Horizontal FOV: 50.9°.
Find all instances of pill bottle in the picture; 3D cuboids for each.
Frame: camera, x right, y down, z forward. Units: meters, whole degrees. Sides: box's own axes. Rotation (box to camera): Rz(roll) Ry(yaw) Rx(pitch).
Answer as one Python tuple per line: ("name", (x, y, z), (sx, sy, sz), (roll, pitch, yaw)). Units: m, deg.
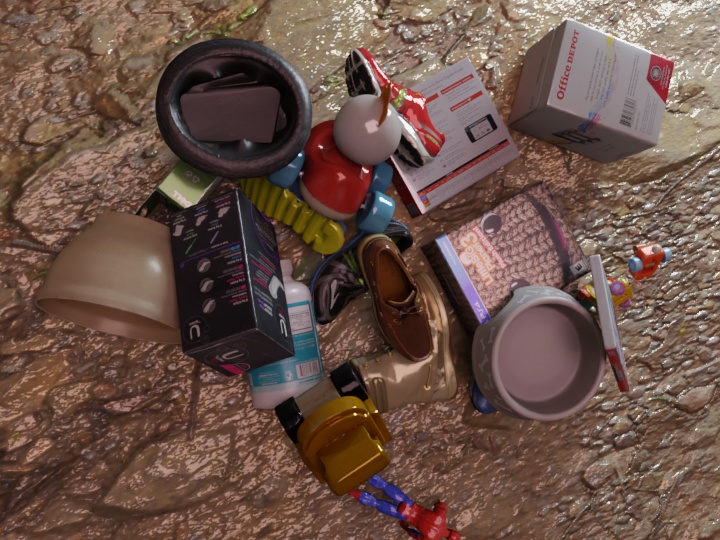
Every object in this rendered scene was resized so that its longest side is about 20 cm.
("pill bottle", (-0.117, 0.089, 1.085), (0.110, 0.111, 0.202), (-9, 88, -15))

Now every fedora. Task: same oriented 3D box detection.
("fedora", (-0.166, -0.203, 0.993), (0.198, 0.092, 0.203), (1, 85, -14))

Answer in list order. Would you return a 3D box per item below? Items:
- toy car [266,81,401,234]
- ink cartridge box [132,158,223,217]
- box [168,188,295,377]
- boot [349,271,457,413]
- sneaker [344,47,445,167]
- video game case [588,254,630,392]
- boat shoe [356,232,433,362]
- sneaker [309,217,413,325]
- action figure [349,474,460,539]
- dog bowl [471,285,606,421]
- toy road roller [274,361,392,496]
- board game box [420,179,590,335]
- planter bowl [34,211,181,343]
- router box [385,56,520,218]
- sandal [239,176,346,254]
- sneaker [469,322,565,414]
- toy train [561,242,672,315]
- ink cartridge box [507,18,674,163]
("toy car", (-0.003, -0.187, 1.063), (0.183, 0.178, 0.200), (27, 125, -19))
("ink cartridge box", (-0.237, -0.126, 1.072), (0.059, 0.104, 0.201), (38, 78, -8))
("box", (-0.167, 0.018, 0.982), (0.105, 0.122, 0.202), (-19, 63, 12))
("boot", (0.057, 0.112, 1.149), (0.154, 0.073, 0.202), (-11, 93, -14))
("sneaker", (0.053, -0.249, 1.128), (0.085, 0.077, 0.201), (-42, 103, -23))
("video game case", (0.371, 0.083, 1.124), (0.017, 0.200, 0.144), (-12, 60, 20))
("boat shoe", (0.053, 0.046, 1.071), (0.071, 0.068, 0.202), (-25, 106, -8))
("sneaker", (0.000, 0.000, 1.130), (0.200, 0.083, 0.071), (-45, 130, -13))
("action figure", (0.061, 0.353, 1.143), (0.199, 0.099, 0.066), (28, 82, 12))
("dog bowl", (0.263, 0.124, 1.092), (0.198, 0.059, 0.202), (0, 93, -10))
("toy road roller", (-0.019, 0.238, 1.019), (0.122, 0.146, 0.201), (-31, 139, -5))
("board game box", (0.223, -0.018, 1.171), (0.199, 0.097, 0.160), (-29, 88, -10))
("planter bowl", (-0.311, 0.005, 1.006), (0.198, 0.200, 0.136), (14, 71, -13))
("router box", (0.127, -0.210, 1.198), (0.199, 0.049, 0.181), (-30, 94, -14))
("sandal", (-0.095, -0.110, 1.132), (0.200, 0.080, 0.087), (41, 41, -1))
("sneaker", (0.242, 0.142, 1.168), (0.078, 0.089, 0.201), (33, 102, -10))
("toy train", (0.391, 0.013, 1.217), (0.198, 0.151, 0.056), (-18, 54, -10))
("ink cartridge box", (0.365, -0.281, 1.214), (0.198, 0.145, 0.147), (18, 83, -13))
